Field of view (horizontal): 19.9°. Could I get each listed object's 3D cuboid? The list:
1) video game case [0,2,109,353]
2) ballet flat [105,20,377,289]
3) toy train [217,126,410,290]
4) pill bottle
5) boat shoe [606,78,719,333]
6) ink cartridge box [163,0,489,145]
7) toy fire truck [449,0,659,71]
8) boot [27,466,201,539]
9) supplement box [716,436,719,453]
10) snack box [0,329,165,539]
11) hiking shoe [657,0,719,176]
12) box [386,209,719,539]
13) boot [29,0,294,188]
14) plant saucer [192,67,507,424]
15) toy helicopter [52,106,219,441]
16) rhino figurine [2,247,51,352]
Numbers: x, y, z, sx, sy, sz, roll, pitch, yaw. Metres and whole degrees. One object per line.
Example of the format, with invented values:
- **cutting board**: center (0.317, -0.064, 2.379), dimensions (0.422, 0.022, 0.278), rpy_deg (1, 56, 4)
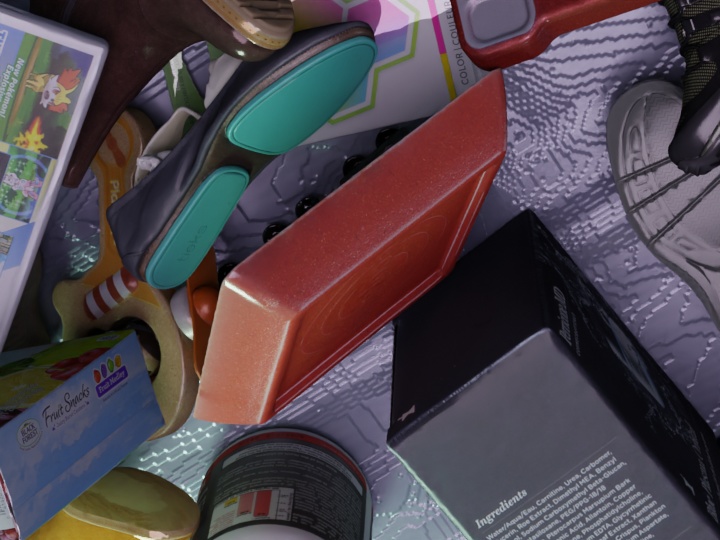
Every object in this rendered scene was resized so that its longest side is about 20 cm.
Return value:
- **video game case**: center (-0.253, -0.060, 1.101), dimensions (0.181, 0.022, 0.201), rpy_deg (18, 104, -15)
- **ballet flat**: center (-0.075, -0.079, 1.143), dimensions (0.073, 0.073, 0.200), rpy_deg (38, 109, -12)
- **toy train**: center (-0.034, -0.012, 1.252), dimensions (0.200, 0.034, 0.046), rpy_deg (-40, 116, 16)
- **pill bottle**: center (-0.052, 0.187, 1.239), dimensions (0.115, 0.200, 0.117), rpy_deg (1, 111, 2)
- **boat shoe**: center (0.212, -0.027, 1.225), dimensions (0.074, 0.065, 0.202), rpy_deg (-33, 103, 16)
- **ink cartridge box**: center (-0.023, -0.134, 1.188), dimensions (0.199, 0.059, 0.104), rpy_deg (-11, 111, 6)
- **toy fire truck**: center (0.110, -0.223, 1.097), dimensions (0.167, 0.112, 0.201), rpy_deg (-18, 73, 15)
- **boot**: center (-0.175, 0.198, 1.286), dimensions (0.200, 0.071, 0.145), rpy_deg (8, 108, 36)
- **supplement box**: center (0.309, 0.194, 1.229), dimensions (0.134, 0.200, 0.200), rpy_deg (-38, 106, 15)
- **snack box**: center (-0.238, 0.102, 1.149), dimensions (0.199, 0.169, 0.068), rpy_deg (-12, 103, 25)
- **hiking shoe**: center (0.196, -0.154, 1.156), dimensions (0.100, 0.076, 0.201), rpy_deg (18, 86, 13)
- **box**: center (0.119, 0.099, 1.200), dimensions (0.117, 0.197, 0.200), rpy_deg (-37, 105, 14)
- **boot**: center (-0.125, -0.117, 1.144), dimensions (0.072, 0.200, 0.167), rpy_deg (6, 117, -45)
- **plant saucer**: center (0.000, 0.000, 1.132), dimensions (0.200, 0.200, 0.037), rpy_deg (-39, 77, -23)
- **toy helicopter**: center (-0.132, 0.002, 1.223), dimensions (0.132, 0.079, 0.201), rpy_deg (0, 95, 36)
- **rhino figurine**: center (-0.235, 0.007, 1.251), dimensions (0.087, 0.060, 0.201), rpy_deg (-2, 110, 7)
